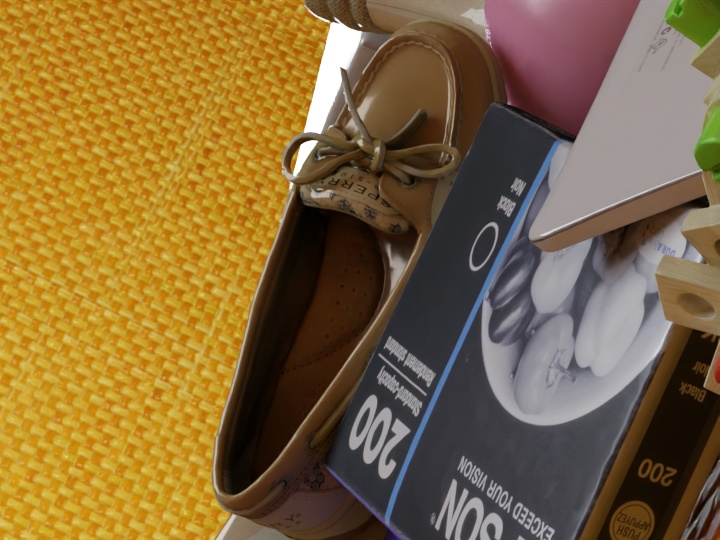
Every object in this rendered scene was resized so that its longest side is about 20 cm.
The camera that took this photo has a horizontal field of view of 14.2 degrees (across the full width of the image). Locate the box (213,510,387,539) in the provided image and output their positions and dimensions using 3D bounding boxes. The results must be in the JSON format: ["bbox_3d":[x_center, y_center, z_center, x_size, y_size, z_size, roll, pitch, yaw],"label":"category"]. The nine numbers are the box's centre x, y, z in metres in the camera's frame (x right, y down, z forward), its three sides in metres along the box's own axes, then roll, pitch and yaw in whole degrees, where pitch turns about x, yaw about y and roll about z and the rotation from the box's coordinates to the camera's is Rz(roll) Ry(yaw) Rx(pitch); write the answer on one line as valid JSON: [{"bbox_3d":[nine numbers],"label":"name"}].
[{"bbox_3d":[-0.003,0.121,1.111,0.200,0.078,0.095,-55,-32,-13],"label":"box"}]

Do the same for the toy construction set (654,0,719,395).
[{"bbox_3d":[0.116,-0.067,0.741,0.131,0.092,0.201,133,155,-61],"label":"toy construction set"}]

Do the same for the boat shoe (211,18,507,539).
[{"bbox_3d":[0.000,0.000,1.056,0.063,0.073,0.201,25,-102,-57],"label":"boat shoe"}]

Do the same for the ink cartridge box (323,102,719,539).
[{"bbox_3d":[0.050,0.057,0.946,0.201,0.043,0.198,-67,22,5],"label":"ink cartridge box"}]

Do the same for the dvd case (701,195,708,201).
[{"bbox_3d":[0.123,-0.003,0.994,0.200,0.025,0.150,-62,3,34],"label":"dvd case"}]

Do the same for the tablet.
[{"bbox_3d":[0.131,-0.085,0.920,0.130,0.014,0.200,-21,27,35],"label":"tablet"}]

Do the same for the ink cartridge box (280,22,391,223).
[{"bbox_3d":[0.017,-0.134,1.411,0.163,0.057,0.200,116,172,-55],"label":"ink cartridge box"}]

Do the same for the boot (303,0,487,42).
[{"bbox_3d":[0.084,-0.139,1.274,0.200,0.154,0.072,-34,-49,-49],"label":"boot"}]

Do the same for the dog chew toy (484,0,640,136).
[{"bbox_3d":[0.094,-0.055,1.117,0.125,0.124,0.201,-69,-3,-63],"label":"dog chew toy"}]
